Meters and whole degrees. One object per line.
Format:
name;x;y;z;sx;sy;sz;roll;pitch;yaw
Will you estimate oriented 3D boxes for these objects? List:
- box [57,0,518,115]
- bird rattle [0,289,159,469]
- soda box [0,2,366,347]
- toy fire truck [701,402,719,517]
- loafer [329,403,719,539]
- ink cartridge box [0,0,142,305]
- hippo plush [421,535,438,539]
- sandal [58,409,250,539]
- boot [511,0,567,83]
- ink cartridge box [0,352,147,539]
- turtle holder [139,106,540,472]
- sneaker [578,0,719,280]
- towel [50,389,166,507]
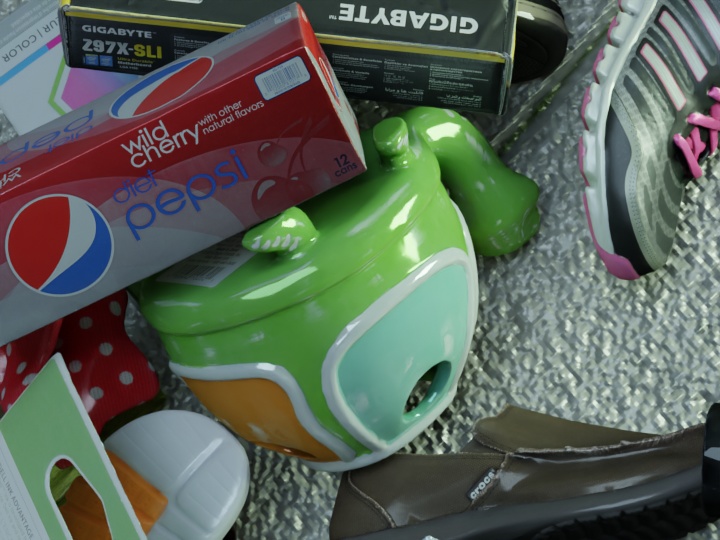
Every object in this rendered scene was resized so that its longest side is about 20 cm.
box;-0.025;-0.157;1.259;0.199;0.049;0.160;7;57;2
bird rattle;-0.196;0.030;1.312;0.163;0.113;0.200;-48;69;15
soda box;-0.100;-0.036;1.184;0.199;0.070;0.064;-25;112;5
toy fire truck;0.217;0.126;1.163;0.128;0.176;0.201;2;114;15
loafer;0.076;0.089;1.235;0.199;0.073;0.071;-11;70;10
ink cartridge box;-0.093;-0.054;1.336;0.104;0.059;0.200;-35;67;-1
hippo plush;-0.020;0.236;1.141;0.200;0.161;0.160;-41;76;14
sandal;-0.113;0.149;1.277;0.207;0.059;0.079;-52;56;16
boot;0.005;-0.172;1.340;0.199;0.073;0.151;8;58;-2
ink cartridge box;-0.146;0.154;1.224;0.200;0.048;0.146;-47;56;27
turtle holder;-0.010;0.004;1.257;0.140;0.132;0.186;-15;23;29
sneaker;0.159;-0.088;1.276;0.087;0.074;0.201;9;69;23
towel;-0.188;0.026;1.357;0.086;0.018;0.200;-46;67;-3
